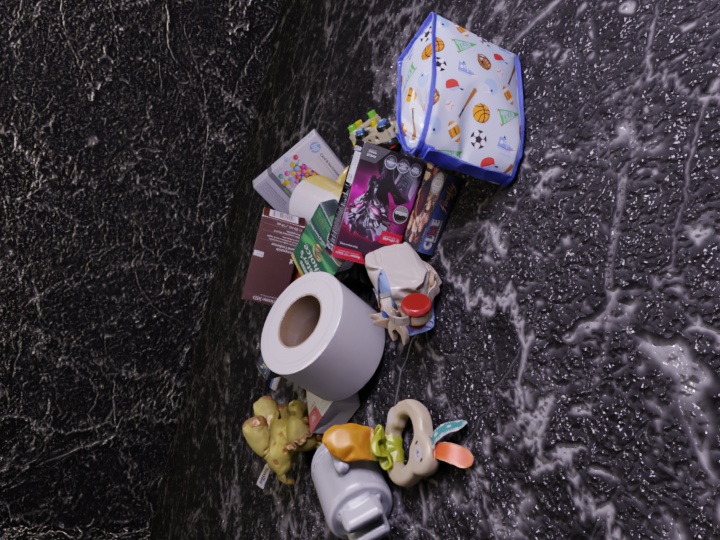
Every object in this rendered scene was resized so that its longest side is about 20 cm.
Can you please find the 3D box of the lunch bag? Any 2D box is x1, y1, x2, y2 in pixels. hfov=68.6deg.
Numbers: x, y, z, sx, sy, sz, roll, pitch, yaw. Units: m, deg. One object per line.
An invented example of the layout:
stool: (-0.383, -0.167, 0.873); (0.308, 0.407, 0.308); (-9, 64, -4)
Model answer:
lunch bag: (0.140, -0.226, 0.754); (0.124, 0.167, 0.204); (138, 138, -56)

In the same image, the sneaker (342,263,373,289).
sneaker: (0.000, 0.000, 1.066); (0.200, 0.070, 0.100); (-46, 37, 48)

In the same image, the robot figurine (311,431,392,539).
robot figurine: (-0.018, 0.355, 0.876); (0.200, 0.111, 0.173); (-131, 24, -60)

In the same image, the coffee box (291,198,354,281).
coffee box: (-0.072, -0.034, 1.055); (0.125, 0.043, 0.200); (62, 146, 15)

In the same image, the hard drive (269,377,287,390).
hard drive: (-0.159, 0.180, 1.297); (0.132, 0.025, 0.204); (-35, -33, -71)

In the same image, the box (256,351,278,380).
box: (-0.129, 0.141, 1.170); (0.051, 0.156, 0.203); (43, 122, 31)

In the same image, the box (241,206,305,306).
box: (-0.195, -0.027, 1.181); (0.075, 0.098, 0.204); (-106, 31, -67)

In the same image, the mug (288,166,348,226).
mug: (-0.067, -0.154, 1.215); (0.152, 0.147, 0.191); (25, 107, 57)

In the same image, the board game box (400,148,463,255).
board game box: (0.101, -0.130, 0.953); (0.138, 0.034, 0.200); (-70, 25, 17)

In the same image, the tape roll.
tape roll: (-0.071, 0.124, 0.990); (0.200, 0.139, 0.206); (-24, 47, 29)

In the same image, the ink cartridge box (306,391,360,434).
ink cartridge box: (-0.067, 0.222, 1.105); (0.117, 0.066, 0.202); (-58, 30, 35)

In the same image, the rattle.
rattle: (0.050, 0.243, 0.764); (0.132, 0.141, 0.199); (-63, 15, -15)

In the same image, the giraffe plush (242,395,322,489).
giraffe plush: (-0.147, 0.348, 1.143); (0.161, 0.172, 0.202); (-38, 31, 24)

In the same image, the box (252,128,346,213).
box: (-0.140, -0.221, 1.291); (0.199, 0.156, 0.041); (-36, 38, 10)

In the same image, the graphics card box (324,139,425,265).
graphics card box: (0.025, -0.110, 0.917); (0.051, 0.123, 0.204); (40, 114, 65)

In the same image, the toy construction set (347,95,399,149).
toy construction set: (0.051, -0.300, 1.088); (0.199, 0.093, 0.131); (-27, 15, 51)

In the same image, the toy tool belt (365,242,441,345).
toy tool belt: (0.075, 0.053, 0.855); (0.201, 0.122, 0.125); (-110, 9, -55)

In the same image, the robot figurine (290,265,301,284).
robot figurine: (-0.110, 0.008, 1.247); (0.199, 0.114, 0.148); (-16, 70, 63)
